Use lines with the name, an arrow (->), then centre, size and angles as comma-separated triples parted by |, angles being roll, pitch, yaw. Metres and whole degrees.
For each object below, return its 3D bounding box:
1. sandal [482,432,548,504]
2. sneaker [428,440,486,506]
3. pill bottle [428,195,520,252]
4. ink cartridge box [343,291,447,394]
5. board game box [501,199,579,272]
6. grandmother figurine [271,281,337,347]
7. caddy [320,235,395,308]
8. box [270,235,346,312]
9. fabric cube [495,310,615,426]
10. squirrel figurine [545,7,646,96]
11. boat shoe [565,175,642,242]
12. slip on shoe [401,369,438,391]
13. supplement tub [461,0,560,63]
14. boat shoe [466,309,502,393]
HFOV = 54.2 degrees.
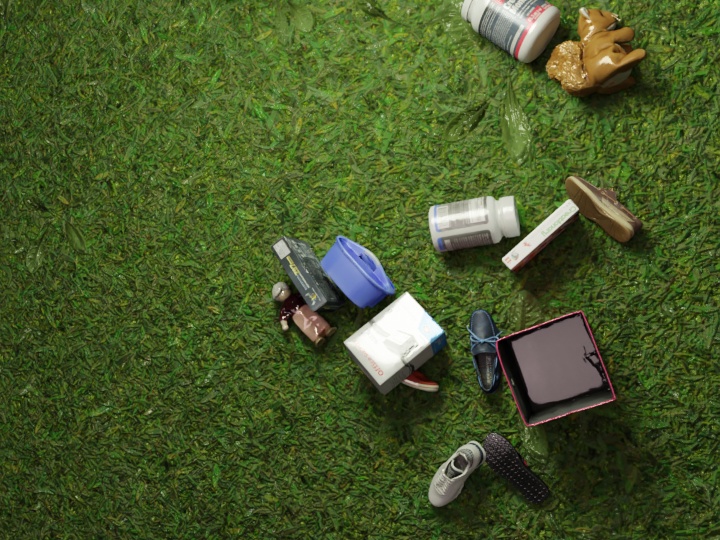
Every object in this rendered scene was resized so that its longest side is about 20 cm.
sandal -> 0.359, 0.460, 1.647 | 0.075, 0.045, 0.200 | -42, 90, 16
sneaker -> 0.210, 0.482, 1.648 | 0.076, 0.080, 0.200 | 40, 115, 24
pill bottle -> 0.270, -0.113, 1.666 | 0.200, 0.114, 0.114 | -8, 84, 16
ink cartridge box -> 0.083, 0.173, 1.677 | 0.200, 0.084, 0.145 | -38, 64, -9
board game box -> 0.414, -0.076, 1.612 | 0.200, 0.126, 0.035 | -43, 76, 11
grandmother figurine -> -0.159, 0.107, 1.818 | 0.121, 0.061, 0.200 | -39, 72, -17
caddy -> 0.000, 0.000, 1.730 | 0.105, 0.141, 0.200 | -46, 76, 15
box -> -0.128, 0.012, 1.758 | 0.051, 0.158, 0.200 | -36, 78, 13
fabric cube -> 0.430, 0.210, 1.553 | 0.200, 0.199, 0.196 | -21, 82, 15
squirrel figurine -> 0.521, -0.500, 1.603 | 0.200, 0.142, 0.187 | -21, 75, 13
boat shoe -> 0.559, -0.152, 1.612 | 0.072, 0.072, 0.200 | -35, 64, -18
slip on shoe -> 0.105, 0.239, 1.721 | 0.200, 0.074, 0.061 | 28, 92, 22
supplement tub -> 0.353, -0.596, 1.655 | 0.200, 0.140, 0.140 | 39, 98, 15
boat shoe -> 0.301, 0.189, 1.661 | 0.084, 0.069, 0.200 | -15, 82, 16
